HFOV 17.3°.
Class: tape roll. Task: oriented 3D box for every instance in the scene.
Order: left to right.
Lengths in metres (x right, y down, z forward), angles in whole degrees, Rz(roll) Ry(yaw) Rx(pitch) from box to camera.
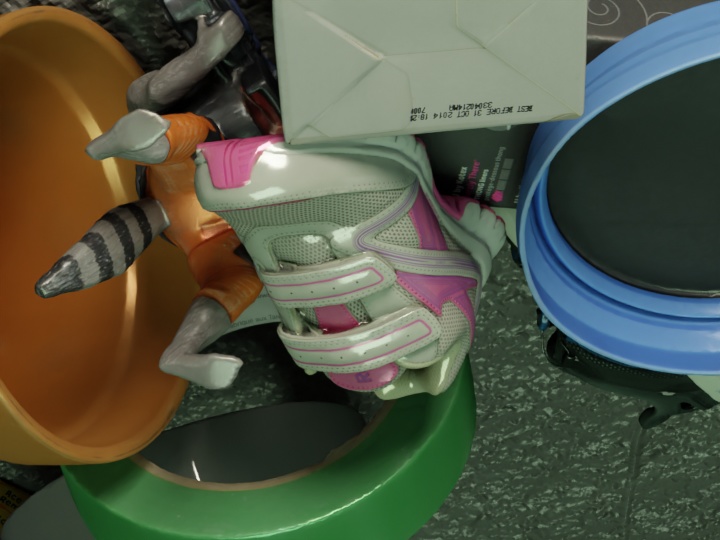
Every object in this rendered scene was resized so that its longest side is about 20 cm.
[{"bbox_3d":[-0.082,0.138,1.224,0.200,0.066,0.200,-17,160,-6],"label":"tape roll"},{"bbox_3d":[-0.046,0.060,1.114,0.200,0.201,0.048,-9,134,4],"label":"tape roll"}]

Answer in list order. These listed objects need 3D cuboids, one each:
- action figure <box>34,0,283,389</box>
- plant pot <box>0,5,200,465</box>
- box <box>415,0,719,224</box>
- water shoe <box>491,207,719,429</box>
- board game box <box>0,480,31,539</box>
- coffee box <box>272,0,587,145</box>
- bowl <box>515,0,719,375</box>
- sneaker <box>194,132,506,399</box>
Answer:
[{"bbox_3d":[-0.084,-0.063,1.009,0.104,0.194,0.200,-25,108,15],"label":"action figure"},{"bbox_3d":[-0.179,-0.006,1.055,0.140,0.200,0.200,-10,137,27],"label":"plant pot"},{"bbox_3d":[0.102,-0.101,1.022,0.200,0.122,0.106,4,137,-9],"label":"box"},{"bbox_3d":[0.118,0.023,1.186,0.079,0.072,0.200,-33,129,28],"label":"water shoe"},{"bbox_3d":[-0.301,0.212,1.241,0.200,0.200,0.200,31,125,-31],"label":"board game box"},{"bbox_3d":[0.019,-0.146,0.913,0.114,0.200,0.080,-5,134,-1],"label":"coffee box"},{"bbox_3d":[0.162,-0.034,0.980,0.200,0.039,0.201,-3,138,-3],"label":"bowl"},{"bbox_3d":[0.000,0.000,0.950,0.081,0.088,0.200,-5,161,30],"label":"sneaker"}]
